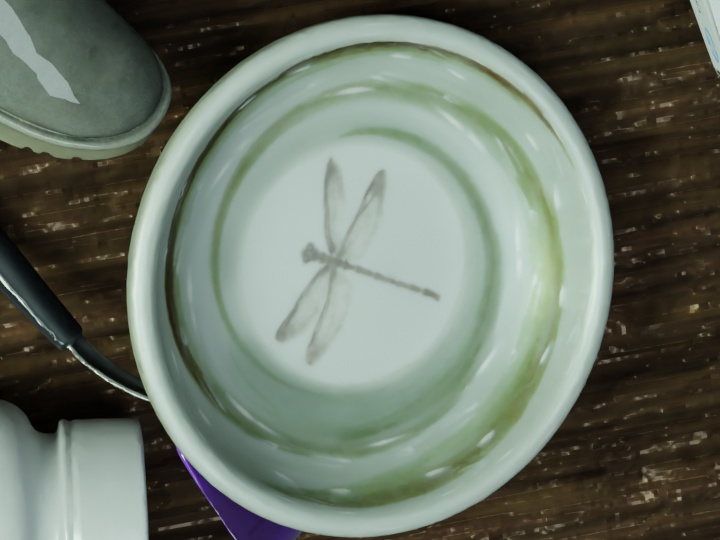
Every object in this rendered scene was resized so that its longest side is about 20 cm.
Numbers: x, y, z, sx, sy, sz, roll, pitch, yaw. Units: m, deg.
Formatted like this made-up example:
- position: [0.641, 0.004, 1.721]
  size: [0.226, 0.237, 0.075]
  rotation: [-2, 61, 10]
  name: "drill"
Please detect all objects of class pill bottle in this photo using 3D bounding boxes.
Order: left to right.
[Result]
- position: [-0.183, 0.107, 1.104]
  size: [0.199, 0.114, 0.115]
  rotation: [-2, 114, -7]
  name: "pill bottle"

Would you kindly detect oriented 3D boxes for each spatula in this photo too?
- position: [-0.097, 0.034, 1.097]
  size: [0.200, 0.057, 0.021]
  rotation: [42, 118, 1]
  name: "spatula"

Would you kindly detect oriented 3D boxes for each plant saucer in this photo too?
- position: [0.000, 0.000, 1.098]
  size: [0.199, 0.050, 0.202]
  rotation: [-4, 101, -21]
  name: "plant saucer"

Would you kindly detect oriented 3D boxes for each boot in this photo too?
- position: [-0.119, -0.131, 0.959]
  size: [0.181, 0.073, 0.200]
  rotation: [31, 148, -9]
  name: "boot"

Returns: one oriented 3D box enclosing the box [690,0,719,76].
- position: [0.172, -0.189, 1.041]
  size: [0.155, 0.041, 0.201]
  rotation: [-21, 103, 3]
  name: "box"
